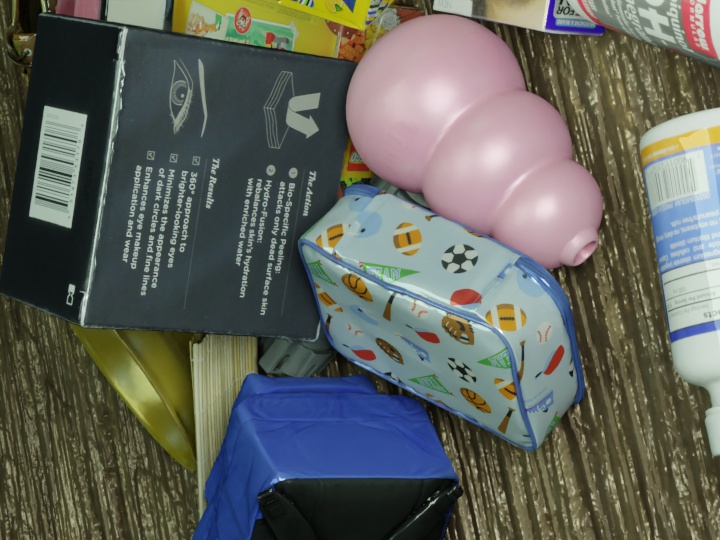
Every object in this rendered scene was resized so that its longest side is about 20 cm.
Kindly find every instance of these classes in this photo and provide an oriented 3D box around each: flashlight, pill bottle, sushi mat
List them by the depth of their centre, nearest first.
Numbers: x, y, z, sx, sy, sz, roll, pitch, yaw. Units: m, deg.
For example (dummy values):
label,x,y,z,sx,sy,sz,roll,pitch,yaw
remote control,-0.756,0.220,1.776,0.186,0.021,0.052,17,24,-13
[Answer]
label,x,y,z,sx,sy,sz,roll,pitch,yaw
pill bottle,0.235,0.007,1.461,0.112,0.112,0.200,-17,79,47
pill bottle,0.223,-0.177,1.471,0.200,0.111,0.111,27,110,44
flashlight,0.000,0.000,1.759,0.200,0.068,0.068,-53,23,40
sushi mat,-0.097,0.122,1.808,0.012,0.096,0.200,12,118,25

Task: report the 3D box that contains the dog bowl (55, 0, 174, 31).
label,x,y,z,sx,sy,sz,roll,pitch,yaw
dog bowl,-0.198,-0.165,1.898,0.200,0.074,0.200,-173,90,-76

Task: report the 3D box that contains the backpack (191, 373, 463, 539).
label,x,y,z,sx,sy,sz,roll,pitch,yaw
backpack,-0.035,0.182,1.733,0.168,0.162,0.200,-114,34,-53

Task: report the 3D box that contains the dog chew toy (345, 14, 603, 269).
label,x,y,z,sx,sy,sz,roll,pitch,yaw
dog chew toy,0.082,-0.078,1.626,0.200,0.125,0.125,47,124,23

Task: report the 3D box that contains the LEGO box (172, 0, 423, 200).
label,x,y,z,sx,sy,sz,roll,pitch,yaw
LEGO box,-0.058,-0.141,1.805,0.200,0.077,0.149,22,107,45

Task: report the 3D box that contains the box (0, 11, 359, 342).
label,x,y,z,sx,sy,sz,roll,pitch,yaw
box,-0.122,-0.062,1.661,0.117,0.200,0.197,16,98,51

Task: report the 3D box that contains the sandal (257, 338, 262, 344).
label,x,y,z,sx,sy,sz,roll,pitch,yaw
sandal,-0.102,-0.029,1.805,0.043,0.076,0.200,19,147,43

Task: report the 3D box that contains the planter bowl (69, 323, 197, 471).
label,x,y,z,sx,sy,sz,roll,pitch,yaw
planter bowl,-0.154,0.050,1.882,0.200,0.083,0.200,49,166,16

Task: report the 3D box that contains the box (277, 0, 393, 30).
label,x,y,z,sx,sy,sz,roll,pitch,yaw
box,0.012,-0.229,1.634,0.064,0.200,0.070,20,119,9

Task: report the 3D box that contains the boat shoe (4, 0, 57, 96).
label,x,y,z,sx,sy,sz,roll,pitch,yaw
boat shoe,-0.266,-0.188,2.040,0.072,0.068,0.200,3,94,46

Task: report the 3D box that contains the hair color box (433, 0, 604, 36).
label,x,y,z,sx,sy,sz,roll,pitch,yaw
hair color box,0.118,-0.262,1.622,0.109,0.065,0.200,17,105,46

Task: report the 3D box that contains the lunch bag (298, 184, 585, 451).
label,x,y,z,sx,sy,sz,roll,pitch,yaw
lunch bag,0.053,0.032,1.630,0.200,0.076,0.160,28,154,31
